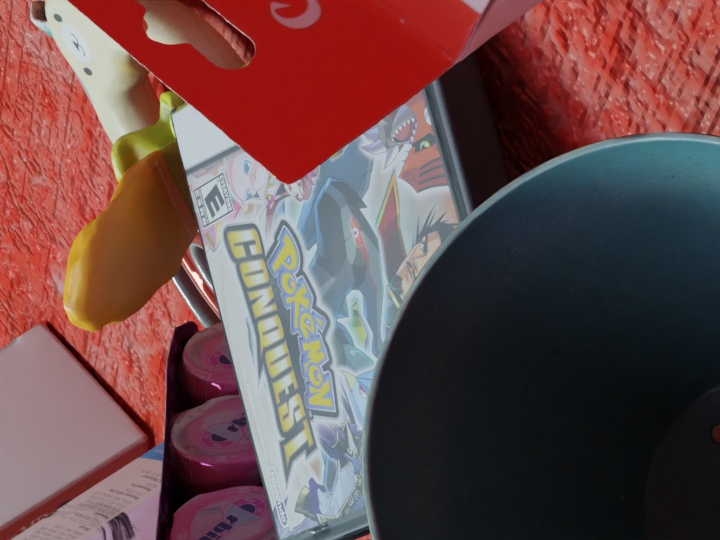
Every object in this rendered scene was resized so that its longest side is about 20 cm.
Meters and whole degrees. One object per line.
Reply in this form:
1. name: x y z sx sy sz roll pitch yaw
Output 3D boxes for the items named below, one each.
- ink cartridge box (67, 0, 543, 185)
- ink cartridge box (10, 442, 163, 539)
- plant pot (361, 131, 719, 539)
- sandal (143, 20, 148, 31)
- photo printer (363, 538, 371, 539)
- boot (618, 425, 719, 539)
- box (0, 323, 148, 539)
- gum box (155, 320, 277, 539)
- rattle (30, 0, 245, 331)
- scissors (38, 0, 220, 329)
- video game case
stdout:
1. ink cartridge box: 0.002 -0.136 0.904 0.162 0.200 0.057 40 151 31
2. ink cartridge box: -0.128 0.179 1.468 0.068 0.200 0.116 5 123 58
3. plant pot: 0.119 0.067 0.972 0.200 0.200 0.135 42 -173 30
4. sandal: -0.132 -0.171 1.257 0.207 0.059 0.079 50 -177 38
5. photo printer: 0.076 0.198 1.221 0.166 0.069 0.200 16 147 40
6. boot: 0.121 0.151 1.055 0.200 0.155 0.074 43 158 31
7. box: -0.211 0.158 1.643 0.106 0.152 0.200 44 151 28
8. gum box: -0.048 0.115 1.310 0.200 0.066 0.114 -91 -11 -58
9. rattle: -0.134 -0.067 1.295 0.200 0.143 0.130 41 168 20
10. scissors: -0.112 -0.048 1.407 0.200 0.014 0.073 53 155 8
11. video game case: 0.000 0.000 1.137 0.181 0.025 0.201 -26 75 51
